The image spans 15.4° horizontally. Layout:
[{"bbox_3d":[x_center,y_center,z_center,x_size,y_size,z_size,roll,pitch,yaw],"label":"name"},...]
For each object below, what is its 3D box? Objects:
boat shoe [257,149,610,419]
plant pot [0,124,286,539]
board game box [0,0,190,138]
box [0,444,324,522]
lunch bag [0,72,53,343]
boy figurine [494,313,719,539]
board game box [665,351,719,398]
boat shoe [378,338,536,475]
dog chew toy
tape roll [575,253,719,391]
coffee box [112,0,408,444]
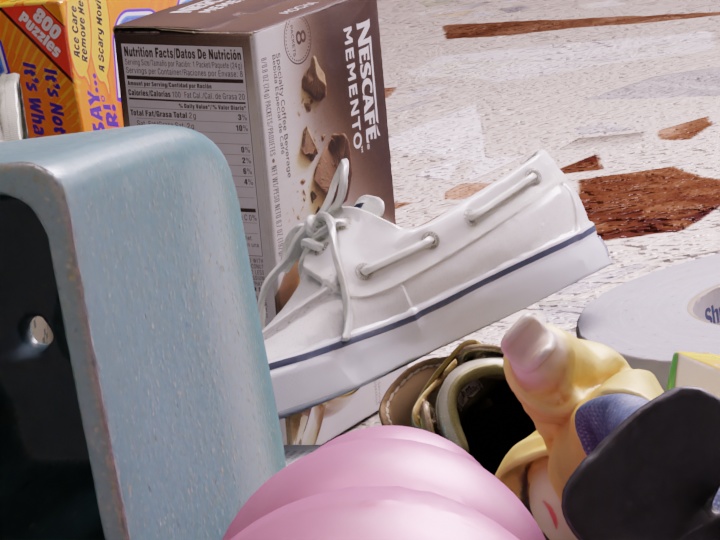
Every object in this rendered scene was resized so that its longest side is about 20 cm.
[{"bbox_3d":[0.002,-0.001,1.084,0.201,0.086,0.075,-25,-3,-19],"label":"boat shoe"},{"bbox_3d":[-0.125,0.043,0.917,0.196,0.197,0.200,-5,14,23],"label":"plant pot"},{"bbox_3d":[-0.180,-0.067,1.531,0.199,0.201,0.200,-1,14,29],"label":"board game box"},{"bbox_3d":[-0.073,0.104,1.041,0.199,0.049,0.082,-3,14,27],"label":"box"},{"bbox_3d":[-0.218,0.015,1.195,0.163,0.201,0.118,-8,12,-1],"label":"lunch bag"},{"bbox_3d":[0.080,0.067,0.834,0.064,0.125,0.200,-36,4,-7],"label":"boy figurine"},{"bbox_3d":[0.137,0.088,0.857,0.030,0.096,0.200,9,5,-19],"label":"board game box"},{"bbox_3d":[0.058,0.059,1.052,0.074,0.066,0.200,-55,27,-12],"label":"boat shoe"},{"bbox_3d":[0.006,0.107,0.781,0.124,0.125,0.200,-8,17,5],"label":"dog chew toy"},{"bbox_3d":[0.191,0.040,1.106,0.199,0.066,0.200,-9,13,2],"label":"tape roll"},{"bbox_3d":[-0.044,-0.025,1.240,0.080,0.201,0.113,4,17,31],"label":"coffee box"}]
